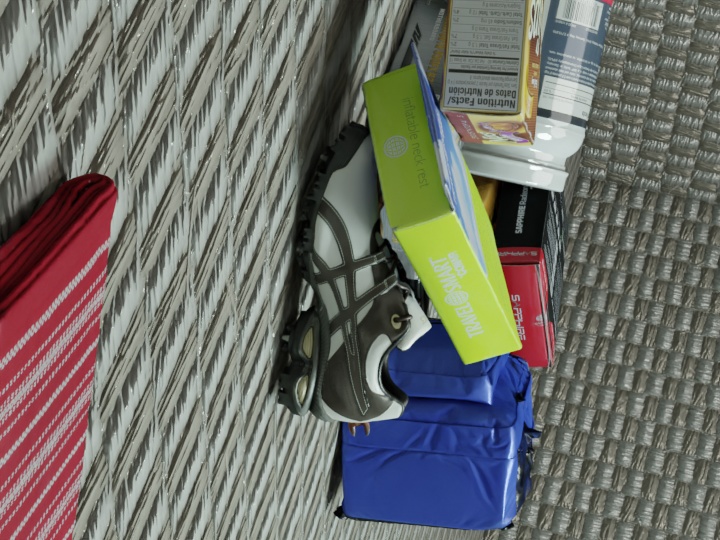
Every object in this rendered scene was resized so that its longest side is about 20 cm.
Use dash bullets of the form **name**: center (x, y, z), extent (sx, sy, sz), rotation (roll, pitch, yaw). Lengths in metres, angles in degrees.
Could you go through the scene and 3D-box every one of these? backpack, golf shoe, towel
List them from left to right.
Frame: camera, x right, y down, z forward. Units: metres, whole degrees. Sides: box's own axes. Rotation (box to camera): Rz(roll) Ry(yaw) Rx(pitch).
- **towel**: center (-0.130, 0.074, 0.715), extent (0.145, 0.022, 0.201), rotation (-62, 164, -66)
- **golf shoe**: center (0.005, 0.004, 1.239), extent (0.078, 0.094, 0.201), rotation (-50, 149, -69)
- **backpack**: center (0.079, 0.125, 1.650), extent (0.200, 0.162, 0.169), rotation (-42, 140, -74)

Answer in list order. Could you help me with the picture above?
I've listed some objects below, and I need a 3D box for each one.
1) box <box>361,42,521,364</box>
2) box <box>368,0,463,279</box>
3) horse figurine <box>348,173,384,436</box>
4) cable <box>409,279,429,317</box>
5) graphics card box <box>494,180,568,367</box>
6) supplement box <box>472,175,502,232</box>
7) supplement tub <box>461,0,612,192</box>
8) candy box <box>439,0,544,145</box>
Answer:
- **box**: center (0.051, -0.039, 1.237), extent (0.200, 0.047, 0.122), rotation (60, 15, -54)
- **box**: center (0.050, -0.118, 1.498), extent (0.159, 0.048, 0.200), rotation (92, 14, -47)
- **horse figurine**: center (0.000, 0.000, 1.344), extent (0.133, 0.050, 0.201), rotation (-75, 173, -50)
- **cable**: center (0.041, 0.066, 1.782), extent (0.097, 0.050, 0.201), rotation (-56, 145, -49)
- **graphics card box**: center (0.158, -0.022, 1.762), extent (0.200, 0.051, 0.126), rotation (-75, 159, -48)
- **supplement box**: center (0.102, -0.061, 1.783), extent (0.200, 0.069, 0.067), rotation (-67, 148, -67)
- **supplement tub**: center (0.139, -0.179, 1.675), extent (0.140, 0.140, 0.201), rotation (-4, 106, -81)
- **candy box**: center (0.092, -0.189, 1.243), extent (0.117, 0.056, 0.201), rotation (30, 66, -80)
